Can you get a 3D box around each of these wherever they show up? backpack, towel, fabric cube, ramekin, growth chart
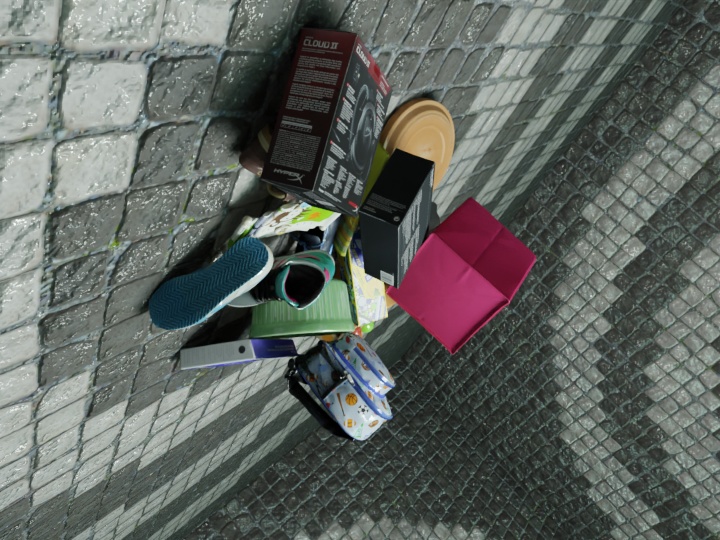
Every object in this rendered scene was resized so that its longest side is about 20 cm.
[{"bbox_3d":[-0.018,0.216,1.004,0.153,0.191,0.200,-35,166,9],"label":"backpack"},{"bbox_3d":[-0.005,-0.128,0.934,0.018,0.086,0.201,9,121,-31],"label":"towel"},{"bbox_3d":[0.210,0.008,1.110,0.199,0.200,0.197,-41,171,-49],"label":"fabric cube"},{"bbox_3d":[-0.112,0.073,1.013,0.197,0.099,0.200,-4,171,-1],"label":"ramekin"},{"bbox_3d":[-0.105,-0.076,0.811,0.198,0.018,0.145,-16,169,-28],"label":"growth chart"}]

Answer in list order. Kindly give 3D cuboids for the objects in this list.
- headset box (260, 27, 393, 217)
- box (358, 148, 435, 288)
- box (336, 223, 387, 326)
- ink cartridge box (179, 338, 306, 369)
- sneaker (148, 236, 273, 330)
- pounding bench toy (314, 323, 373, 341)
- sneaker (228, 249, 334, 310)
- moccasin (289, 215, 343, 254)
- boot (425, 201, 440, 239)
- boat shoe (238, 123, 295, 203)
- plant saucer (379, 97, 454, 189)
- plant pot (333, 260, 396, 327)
[{"bbox_3d":[-0.032,-0.183,0.659,0.149,0.076,0.202,15,89,-70],"label":"headset box"},{"bbox_3d":[0.063,-0.084,0.920,0.142,0.078,0.201,-57,162,-24],"label":"box"},{"bbox_3d":[0.000,0.000,1.045,0.069,0.064,0.202,-16,112,-23],"label":"box"},{"bbox_3d":[-0.207,0.156,1.030,0.198,0.044,0.198,-7,172,15],"label":"ink cartridge box"},{"bbox_3d":[-0.215,0.026,0.790,0.199,0.077,0.081,-30,173,-1],"label":"sneaker"},{"bbox_3d":[-0.033,0.106,1.342,0.199,0.156,0.125,-23,155,-54],"label":"pounding bench toy"},{"bbox_3d":[-0.134,0.025,0.862,0.198,0.084,0.121,-18,-167,-2],"label":"sneaker"},{"bbox_3d":[-0.086,-0.073,0.947,0.068,0.080,0.202,-13,130,-54],"label":"moccasin"},{"bbox_3d":[0.140,-0.085,1.209,0.200,0.073,0.097,-61,159,-63],"label":"boot"},{"bbox_3d":[-0.102,-0.134,0.749,0.072,0.072,0.200,-36,165,11],"label":"boat shoe"},{"bbox_3d":[0.107,-0.214,0.993,0.199,0.032,0.202,-25,131,-32],"label":"plant saucer"},{"bbox_3d":[0.003,0.035,1.192,0.199,0.141,0.200,-30,177,-1],"label":"plant pot"}]
